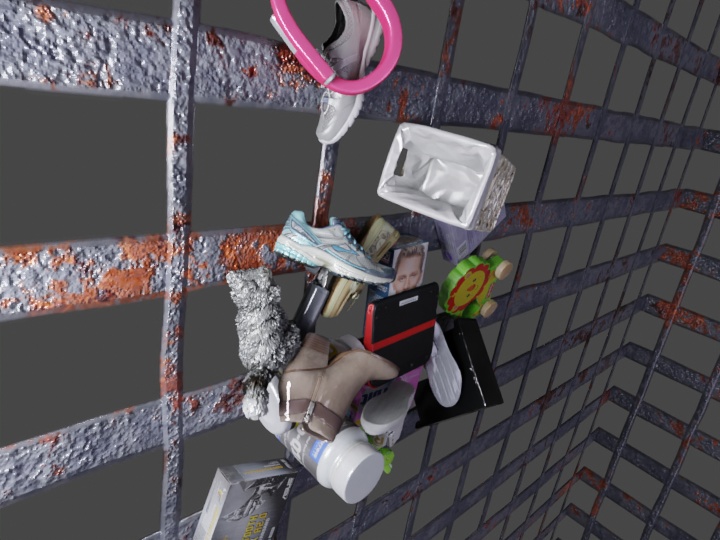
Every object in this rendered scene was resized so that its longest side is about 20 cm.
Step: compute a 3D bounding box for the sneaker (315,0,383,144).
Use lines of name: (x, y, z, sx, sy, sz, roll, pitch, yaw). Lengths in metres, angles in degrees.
sneaker: (-0.035, -0.284, 0.738, 0.081, 0.074, 0.204, 13, 96, -32)

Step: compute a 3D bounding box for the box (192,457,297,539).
box: (-0.215, 0.449, 0.941, 0.157, 0.048, 0.204, 14, 100, -49)

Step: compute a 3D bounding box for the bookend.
bookend: (0.202, 0.243, 1.218, 0.198, 0.202, 0.091, -31, 155, 34)

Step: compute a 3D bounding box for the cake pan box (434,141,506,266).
cake pan box: (0.233, -0.137, 1.099, 0.184, 0.052, 0.202, -42, 135, -20)

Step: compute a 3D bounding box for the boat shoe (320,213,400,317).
boat shoe: (0.000, 0.000, 0.893, 0.062, 0.073, 0.202, 34, 81, -14)

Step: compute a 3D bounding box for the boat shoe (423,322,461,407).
boat shoe: (0.171, 0.195, 1.140, 0.071, 0.071, 0.204, -16, 95, -5)

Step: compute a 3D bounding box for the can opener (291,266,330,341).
can opener: (-0.087, 0.031, 0.865, 0.066, 0.053, 0.203, 26, 92, -17)

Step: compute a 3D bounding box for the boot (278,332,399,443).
boot: (-0.035, 0.191, 0.808, 0.197, 0.070, 0.149, 22, 61, -18)

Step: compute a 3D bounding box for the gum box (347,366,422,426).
gum box: (0.045, 0.241, 1.089, 0.198, 0.066, 0.116, -5, 113, -45)

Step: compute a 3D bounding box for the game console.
game console: (0.078, 0.123, 1.002, 0.198, 0.031, 0.181, -15, 114, -43)

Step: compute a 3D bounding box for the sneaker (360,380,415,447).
sneaker: (0.047, 0.295, 0.981, 0.199, 0.073, 0.118, -14, 122, -65)

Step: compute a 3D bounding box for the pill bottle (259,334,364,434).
pill bottle: (-0.083, 0.186, 0.891, 0.198, 0.112, 0.115, -20, 125, -38)

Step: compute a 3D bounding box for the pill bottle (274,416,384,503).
pill bottle: (-0.057, 0.305, 0.914, 0.113, 0.198, 0.116, -23, 126, -36)

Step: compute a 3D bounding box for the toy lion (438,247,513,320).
toy lion: (0.247, 0.046, 1.178, 0.189, 0.069, 0.203, -23, 140, -30)

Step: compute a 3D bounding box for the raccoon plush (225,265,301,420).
raccoon plush: (-0.142, 0.086, 0.737, 0.095, 0.202, 0.136, -16, 128, -1)

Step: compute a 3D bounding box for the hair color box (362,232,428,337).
hair color box: (0.066, 0.038, 1.009, 0.099, 0.060, 0.204, -15, 120, -41)

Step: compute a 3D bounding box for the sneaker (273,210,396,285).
sneaker: (-0.029, -0.035, 0.804, 0.196, 0.078, 0.088, 19, 87, -13)

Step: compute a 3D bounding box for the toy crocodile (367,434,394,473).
toy crocodile: (0.025, 0.387, 1.147, 0.061, 0.067, 0.202, -36, 131, -19)

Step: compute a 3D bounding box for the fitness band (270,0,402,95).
fitness band: (-0.031, -0.329, 0.671, 0.144, 0.037, 0.201, -44, 108, -7)

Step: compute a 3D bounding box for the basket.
basket: (0.151, -0.155, 0.893, 0.122, 0.198, 0.138, 9, 105, -52)
